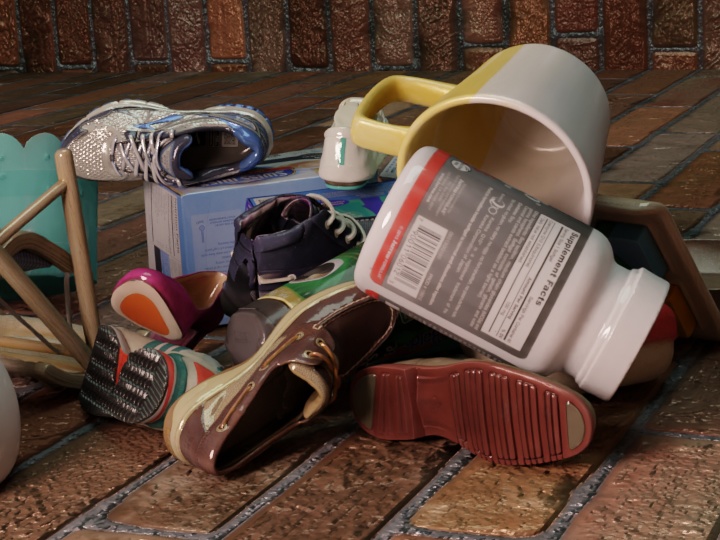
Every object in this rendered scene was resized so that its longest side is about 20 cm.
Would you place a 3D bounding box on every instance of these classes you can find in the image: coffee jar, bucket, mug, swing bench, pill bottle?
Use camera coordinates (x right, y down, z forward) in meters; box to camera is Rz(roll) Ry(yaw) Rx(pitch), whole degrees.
[{"bbox_3d":[-0.005,0.031,1.278,0.200,0.086,0.104,-28,9,-21],"label":"coffee jar"},{"bbox_3d":[-0.347,-0.046,1.574,0.206,0.135,0.207,-6,-7,-1],"label":"bucket"},{"bbox_3d":[0.109,-0.110,1.245,0.149,0.186,0.153,-44,7,39],"label":"mug"},{"bbox_3d":[-0.310,0.010,1.356,0.198,0.201,0.130,5,37,35],"label":"swing bench"},{"bbox_3d":[0.106,0.005,1.150,0.200,0.116,0.116,28,18,5],"label":"pill bottle"}]

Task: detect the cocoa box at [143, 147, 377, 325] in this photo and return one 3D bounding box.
[{"bbox_3d":[-0.093,-0.033,1.568,0.199,0.134,0.131,-9,15,-22],"label":"cocoa box"}]

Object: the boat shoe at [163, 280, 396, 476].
[{"bbox_3d":[-0.042,0.079,1.156,0.200,0.072,0.072,-32,31,-25],"label":"boat shoe"}]

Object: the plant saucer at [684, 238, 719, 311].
[{"bbox_3d":[0.312,0.009,1.511,0.200,0.037,0.200,-2,14,1],"label":"plant saucer"}]

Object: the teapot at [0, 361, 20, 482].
[{"bbox_3d":[-0.333,0.079,1.127,0.197,0.147,0.200,-10,16,-26],"label":"teapot"}]

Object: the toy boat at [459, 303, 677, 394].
[{"bbox_3d":[0.162,0.021,1.288,0.130,0.131,0.200,-9,14,-24],"label":"toy boat"}]

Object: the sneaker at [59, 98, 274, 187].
[{"bbox_3d":[-0.179,-0.114,1.496,0.199,0.077,0.085,-7,21,-1],"label":"sneaker"}]

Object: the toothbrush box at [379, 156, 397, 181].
[{"bbox_3d":[0.130,-0.069,1.582,0.086,0.146,0.200,-53,23,-12],"label":"toothbrush box"}]

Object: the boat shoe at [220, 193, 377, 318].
[{"bbox_3d":[-0.023,-0.025,1.346,0.200,0.093,0.075,-24,48,-34],"label":"boat shoe"}]

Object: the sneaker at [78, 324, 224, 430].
[{"bbox_3d":[-0.149,0.090,1.248,0.093,0.071,0.200,18,-4,-25],"label":"sneaker"}]

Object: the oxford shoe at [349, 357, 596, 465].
[{"bbox_3d":[0.088,0.089,1.154,0.200,0.071,0.075,8,15,39],"label":"oxford shoe"}]

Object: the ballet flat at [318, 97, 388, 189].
[{"bbox_3d":[-0.002,-0.128,1.528,0.069,0.070,0.200,-1,16,7],"label":"ballet flat"}]

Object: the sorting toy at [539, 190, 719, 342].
[{"bbox_3d":[0.199,-0.002,1.362,0.185,0.200,0.037,11,62,41],"label":"sorting toy"}]

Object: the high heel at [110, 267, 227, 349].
[{"bbox_3d":[-0.145,0.011,1.300,0.067,0.096,0.200,28,-17,5],"label":"high heel"}]

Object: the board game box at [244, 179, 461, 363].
[{"bbox_3d":[0.000,0.000,1.433,0.152,0.045,0.200,-8,39,-21],"label":"board game box"}]
